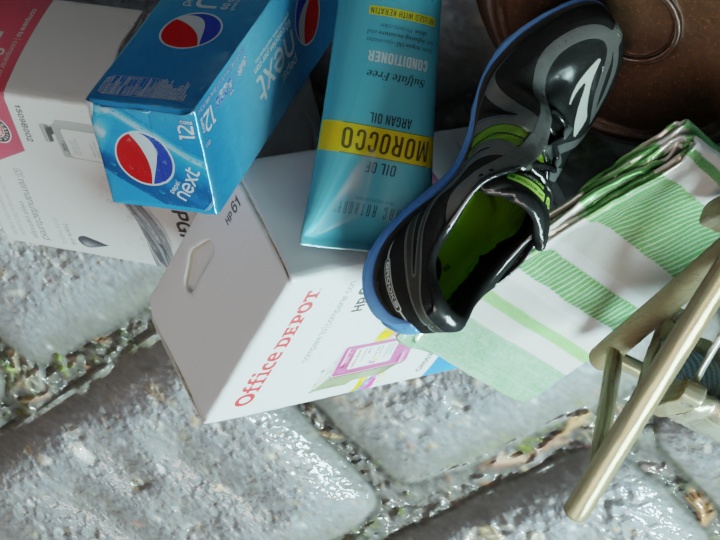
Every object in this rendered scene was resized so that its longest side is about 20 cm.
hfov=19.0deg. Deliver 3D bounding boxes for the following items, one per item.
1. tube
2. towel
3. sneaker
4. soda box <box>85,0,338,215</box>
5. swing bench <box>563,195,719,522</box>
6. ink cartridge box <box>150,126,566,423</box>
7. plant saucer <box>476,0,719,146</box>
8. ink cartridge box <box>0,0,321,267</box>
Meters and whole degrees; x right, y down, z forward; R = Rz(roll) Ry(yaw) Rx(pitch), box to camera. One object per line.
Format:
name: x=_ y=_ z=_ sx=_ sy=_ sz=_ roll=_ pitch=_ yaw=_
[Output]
tube: x=0.012 y=-0.108 z=1.123 sx=0.077 sy=0.202 sz=0.050 roll=7 pitch=175 yaw=-21
towel: x=0.133 y=0.003 z=1.183 sx=0.199 sy=0.024 sz=0.152 roll=-35 pitch=145 yaw=21
sneaker: x=0.080 y=-0.048 z=1.097 sx=0.071 sy=0.200 sz=0.083 roll=41 pitch=168 yaw=-32
soda box: x=-0.070 y=-0.118 z=1.140 sx=0.064 sy=0.200 sz=0.068 roll=8 pitch=132 yaw=22
swing bench: x=0.243 y=0.068 z=1.132 sx=0.198 sy=0.130 sz=0.200 roll=25 pitch=133 yaw=-9
ink cartridge box: x=0.000 y=0.000 z=1.207 sx=0.085 sy=0.199 sz=0.145 roll=63 pitch=144 yaw=26
plant saucer: x=0.147 y=-0.139 z=1.129 sx=0.199 sy=0.035 sz=0.201 roll=14 pitch=134 yaw=15
ink cartridge box: x=-0.129 y=-0.078 z=1.276 sx=0.198 sy=0.083 sz=0.147 roll=10 pitch=143 yaw=20
